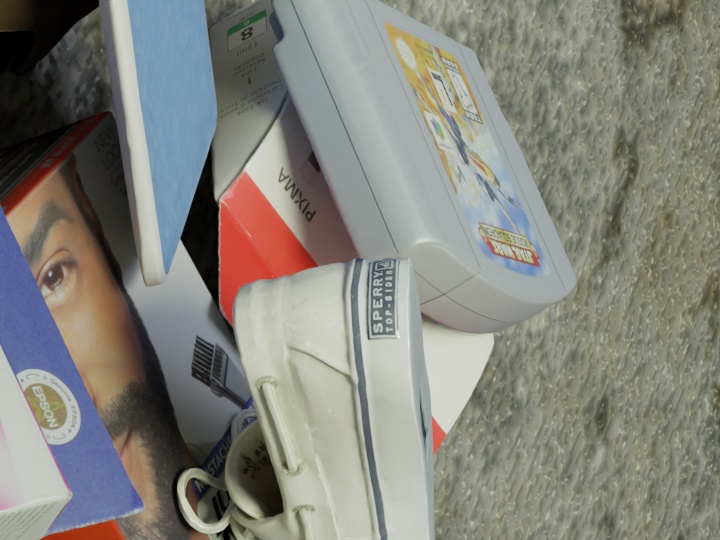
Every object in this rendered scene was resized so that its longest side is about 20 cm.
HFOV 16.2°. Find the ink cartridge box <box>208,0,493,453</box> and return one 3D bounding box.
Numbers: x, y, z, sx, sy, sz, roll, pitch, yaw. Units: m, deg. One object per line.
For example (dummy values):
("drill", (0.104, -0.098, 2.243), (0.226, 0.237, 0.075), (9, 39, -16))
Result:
("ink cartridge box", (0.000, 0.000, 1.011), (0.161, 0.050, 0.200), (53, 16, -32))

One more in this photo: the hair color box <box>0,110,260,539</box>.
("hair color box", (-0.086, 0.060, 0.886), (0.201, 0.064, 0.111), (61, 34, -18))

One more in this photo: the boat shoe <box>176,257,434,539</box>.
("boat shoe", (-0.019, 0.070, 0.863), (0.202, 0.086, 0.075), (83, 7, -55))

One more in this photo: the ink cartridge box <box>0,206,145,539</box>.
("ink cartridge box", (-0.164, -0.005, 0.728), (0.199, 0.043, 0.197), (-11, 68, -47))

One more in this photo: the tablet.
("tablet", (-0.072, -0.110, 0.849), (0.130, 0.014, 0.201), (-79, 166, -60))

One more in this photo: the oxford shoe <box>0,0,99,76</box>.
("oxford shoe", (-0.120, -0.113, 0.903), (0.085, 0.072, 0.200), (-62, 172, 9))

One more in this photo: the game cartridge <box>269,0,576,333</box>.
("game cartridge", (0.032, -0.040, 1.038), (0.134, 0.041, 0.200), (63, 16, 14))
